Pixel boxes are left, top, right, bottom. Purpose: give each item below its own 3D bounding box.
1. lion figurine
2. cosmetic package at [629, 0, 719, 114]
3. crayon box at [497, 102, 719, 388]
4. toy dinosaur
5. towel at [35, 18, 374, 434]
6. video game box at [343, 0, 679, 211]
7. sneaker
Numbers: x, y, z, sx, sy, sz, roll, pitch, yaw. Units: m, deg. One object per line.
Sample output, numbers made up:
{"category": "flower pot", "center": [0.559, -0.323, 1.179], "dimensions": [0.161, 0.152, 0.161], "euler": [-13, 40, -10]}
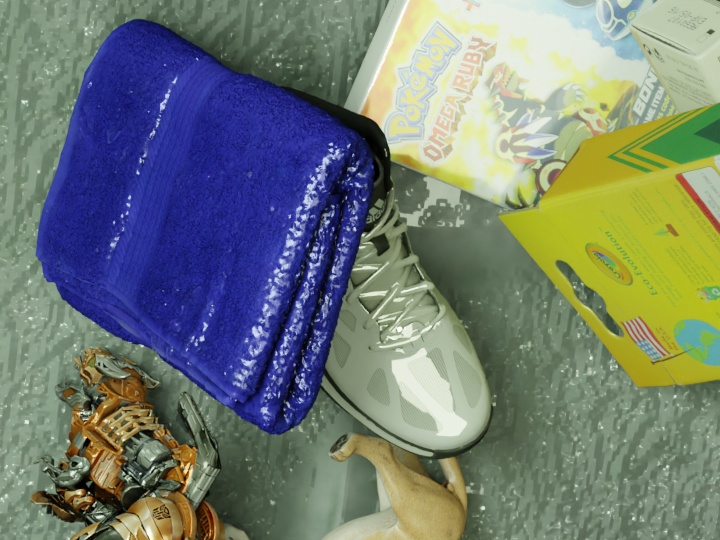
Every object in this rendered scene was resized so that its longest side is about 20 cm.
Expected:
{"category": "lion figurine", "center": [-0.002, 0.149, 1.461], "dimensions": [0.200, 0.072, 0.123], "euler": [-42, 106, 0]}
{"category": "cosmetic package", "center": [0.227, -0.065, 1.415], "dimensions": [0.103, 0.073, 0.200], "euler": [-38, 119, -9]}
{"category": "crayon box", "center": [0.173, -0.013, 1.372], "dimensions": [0.127, 0.200, 0.051], "euler": [51, 55, -21]}
{"category": "toy dinosaur", "center": [-0.114, 0.135, 1.401], "dimensions": [0.136, 0.200, 0.102], "euler": [-39, 127, 21]}
{"category": "towel", "center": [-0.079, -0.024, 1.354], "dimensions": [0.049, 0.200, 0.148], "euler": [4, 107, -39]}
{"category": "video game box", "center": [0.109, -0.123, 1.434], "dimensions": [0.182, 0.047, 0.200], "euler": [22, 97, -10]}
{"category": "sneaker", "center": [0.000, 0.000, 1.383], "dimensions": [0.076, 0.115, 0.201], "euler": [-35, 87, -14]}
